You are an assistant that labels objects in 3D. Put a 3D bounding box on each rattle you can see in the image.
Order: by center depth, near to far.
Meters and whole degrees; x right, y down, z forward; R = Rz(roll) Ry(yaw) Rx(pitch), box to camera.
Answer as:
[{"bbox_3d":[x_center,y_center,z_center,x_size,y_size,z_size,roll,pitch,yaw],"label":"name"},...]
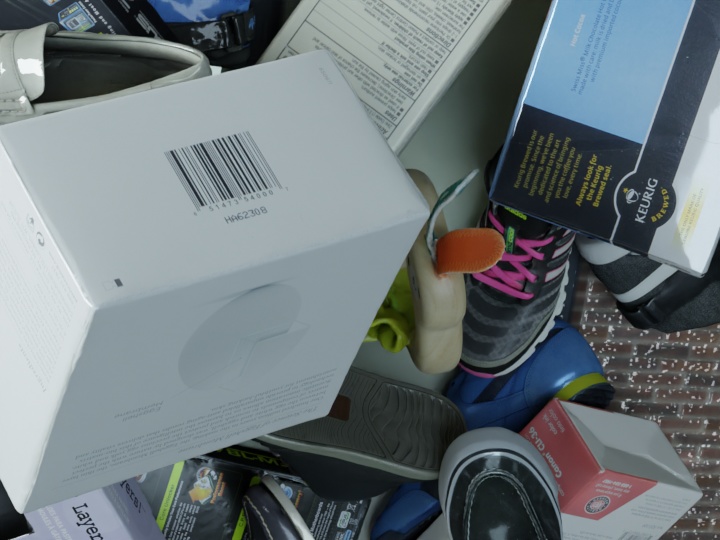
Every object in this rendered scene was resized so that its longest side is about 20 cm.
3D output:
[{"bbox_3d":[0.000,0.000,1.404,0.143,0.200,0.130,6,89,-4],"label":"rattle"}]

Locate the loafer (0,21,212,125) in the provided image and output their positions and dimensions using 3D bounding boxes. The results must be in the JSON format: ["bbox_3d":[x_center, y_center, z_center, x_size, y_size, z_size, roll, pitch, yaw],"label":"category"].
[{"bbox_3d":[-0.177,-0.106,1.280,0.200,0.070,0.070,3,140,-6],"label":"loafer"}]

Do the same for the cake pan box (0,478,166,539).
[{"bbox_3d":[-0.217,0.161,1.399,0.184,0.052,0.200,-18,123,9],"label":"cake pan box"}]

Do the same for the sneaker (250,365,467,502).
[{"bbox_3d":[-0.045,0.093,1.447,0.200,0.106,0.075,24,61,-16],"label":"sneaker"}]

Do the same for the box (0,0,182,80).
[{"bbox_3d":[-0.219,-0.149,1.329,0.161,0.049,0.200,-26,118,25],"label":"box"}]

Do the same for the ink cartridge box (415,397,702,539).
[{"bbox_3d":[0.108,0.178,1.532,0.116,0.068,0.200,17,123,-47],"label":"ink cartridge box"}]

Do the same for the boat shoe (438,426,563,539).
[{"bbox_3d":[0.090,0.188,1.431,0.074,0.068,0.200,-7,122,-1],"label":"boat shoe"}]

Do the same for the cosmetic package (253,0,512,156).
[{"bbox_3d":[0.029,-0.160,1.408,0.103,0.087,0.200,38,93,0],"label":"cosmetic package"}]

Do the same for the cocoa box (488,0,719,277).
[{"bbox_3d":[0.167,-0.116,1.353,0.131,0.133,0.200,19,99,5],"label":"cocoa box"}]

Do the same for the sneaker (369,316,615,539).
[{"bbox_3d":[0.073,0.109,1.549,0.200,0.078,0.066,-44,154,15],"label":"sneaker"}]

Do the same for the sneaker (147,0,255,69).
[{"bbox_3d":[-0.070,-0.180,1.387,0.200,0.077,0.111,-23,108,-6],"label":"sneaker"}]

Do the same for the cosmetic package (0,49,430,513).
[{"bbox_3d":[-0.100,0.006,1.266,0.199,0.123,0.200,-16,150,-30],"label":"cosmetic package"}]

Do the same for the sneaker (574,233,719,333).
[{"bbox_3d":[0.245,-0.037,1.551,0.200,0.073,0.112,-33,118,3],"label":"sneaker"}]

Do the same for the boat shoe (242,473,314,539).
[{"bbox_3d":[-0.049,0.221,1.481,0.063,0.073,0.200,-22,118,-16],"label":"boat shoe"}]

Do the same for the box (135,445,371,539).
[{"bbox_3d":[-0.113,0.205,1.518,0.193,0.048,0.200,15,102,-19],"label":"box"}]

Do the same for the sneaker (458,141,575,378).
[{"bbox_3d":[0.101,-0.029,1.479,0.074,0.087,0.200,27,94,18],"label":"sneaker"}]
